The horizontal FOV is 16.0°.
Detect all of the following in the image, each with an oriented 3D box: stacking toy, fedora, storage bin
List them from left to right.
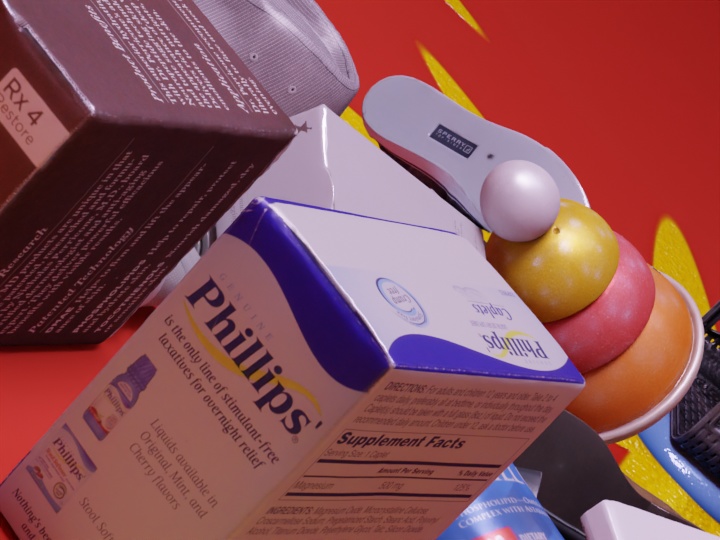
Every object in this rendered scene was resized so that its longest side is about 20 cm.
[{"bbox_3d":[-0.076,-0.151,1.707,0.200,0.090,0.177,40,19,-10],"label":"fedora"},{"bbox_3d":[0.125,0.004,1.601,0.200,0.146,0.146,62,1,-46],"label":"stacking toy"},{"bbox_3d":[0.315,0.079,1.944,0.094,0.135,0.200,41,20,-8],"label":"storage bin"}]

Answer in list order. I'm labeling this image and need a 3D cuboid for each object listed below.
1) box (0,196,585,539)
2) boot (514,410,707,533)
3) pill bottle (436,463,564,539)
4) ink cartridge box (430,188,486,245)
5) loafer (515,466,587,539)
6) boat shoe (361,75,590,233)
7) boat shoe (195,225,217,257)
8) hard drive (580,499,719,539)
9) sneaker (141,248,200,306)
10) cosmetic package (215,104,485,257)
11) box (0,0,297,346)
[{"bbox_3d":[-0.031,0.077,1.170,0.105,0.200,0.184,52,21,24],"label":"box"},{"bbox_3d":[0.134,0.138,1.601,0.200,0.074,0.075,39,0,-23],"label":"boot"},{"bbox_3d":[0.024,0.116,1.332,0.112,0.112,0.200,16,34,-53],"label":"pill bottle"},{"bbox_3d":[0.042,0.007,1.689,0.094,0.044,0.200,44,20,4],"label":"ink cartridge box"},{"bbox_3d":[0.074,0.134,1.456,0.201,0.070,0.068,41,19,-9],"label":"loafer"},{"bbox_3d":[0.089,-0.061,1.809,0.200,0.071,0.091,38,-12,27],"label":"boat shoe"},{"bbox_3d":[-0.119,-0.066,1.489,0.060,0.076,0.200,15,46,-52],"label":"boat shoe"},{"bbox_3d":[0.197,0.229,1.416,0.132,0.027,0.200,22,40,-41],"label":"hard drive"},{"bbox_3d":[-0.155,-0.056,1.411,0.200,0.076,0.092,60,16,19],"label":"sneaker"},{"bbox_3d":[0.000,0.000,1.472,0.200,0.081,0.113,35,42,-51],"label":"cosmetic package"},{"bbox_3d":[-0.173,-0.074,1.251,0.166,0.164,0.200,52,21,18],"label":"box"}]
